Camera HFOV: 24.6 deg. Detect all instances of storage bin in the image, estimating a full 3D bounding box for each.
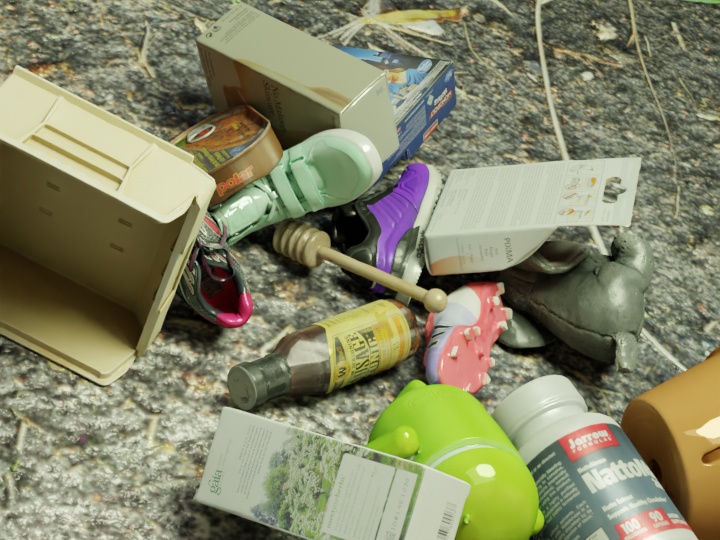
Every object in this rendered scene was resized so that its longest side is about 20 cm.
[{"bbox_3d":[-0.245,-0.032,1.376,0.197,0.201,0.094,27,40,1],"label":"storage bin"}]

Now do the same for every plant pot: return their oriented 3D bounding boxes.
[{"bbox_3d":[0.326,0.168,1.499,0.139,0.201,0.201,-10,49,-16],"label":"plant pot"}]

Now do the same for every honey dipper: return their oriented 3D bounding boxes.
[{"bbox_3d":[0.000,0.000,1.556,0.199,0.038,0.038,25,33,34],"label":"honey dipper"}]

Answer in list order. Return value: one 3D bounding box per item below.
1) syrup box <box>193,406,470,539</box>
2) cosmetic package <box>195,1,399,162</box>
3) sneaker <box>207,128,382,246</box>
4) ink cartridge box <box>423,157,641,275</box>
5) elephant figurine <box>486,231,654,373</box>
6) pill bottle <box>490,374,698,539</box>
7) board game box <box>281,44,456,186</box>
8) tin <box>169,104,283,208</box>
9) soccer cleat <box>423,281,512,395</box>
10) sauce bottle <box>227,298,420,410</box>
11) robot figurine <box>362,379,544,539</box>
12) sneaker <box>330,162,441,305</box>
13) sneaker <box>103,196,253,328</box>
[{"bbox_3d":[-0.024,0.172,1.284,0.198,0.080,0.081,12,-10,34],"label":"syrup box"},{"bbox_3d":[-0.062,-0.175,1.627,0.199,0.106,0.071,29,60,33],"label":"cosmetic package"},{"bbox_3d":[-0.076,-0.065,1.547,0.118,0.199,0.074,-48,117,-47],"label":"sneaker"},{"bbox_3d":[0.172,-0.055,1.615,0.198,0.051,0.163,-1,27,15],"label":"ink cartridge box"},{"bbox_3d":[0.184,0.016,1.648,0.198,0.155,0.143,15,82,3],"label":"elephant figurine"},{"bbox_3d":[0.195,0.195,1.438,0.119,0.120,0.201,-6,49,-34],"label":"pill bottle"},{"bbox_3d":[-0.034,-0.168,1.734,0.198,0.062,0.200,21,50,27],"label":"board game box"},{"bbox_3d":[-0.137,-0.107,1.568,0.111,0.042,0.200,-27,19,-6],"label":"tin"},{"bbox_3d":[0.087,0.068,1.544,0.067,0.076,0.200,69,25,-18],"label":"soccer cleat"},{"bbox_3d":[-0.033,0.079,1.486,0.199,0.066,0.066,-21,58,-40],"label":"sauce bottle"},{"bbox_3d":[0.076,0.173,1.373,0.175,0.116,0.200,36,9,-30],"label":"robot figurine"},{"bbox_3d":[0.022,-0.054,1.660,0.099,0.070,0.201,16,37,-3],"label":"sneaker"},{"bbox_3d":[-0.154,-0.033,1.445,0.200,0.081,0.075,52,-7,-32],"label":"sneaker"}]
